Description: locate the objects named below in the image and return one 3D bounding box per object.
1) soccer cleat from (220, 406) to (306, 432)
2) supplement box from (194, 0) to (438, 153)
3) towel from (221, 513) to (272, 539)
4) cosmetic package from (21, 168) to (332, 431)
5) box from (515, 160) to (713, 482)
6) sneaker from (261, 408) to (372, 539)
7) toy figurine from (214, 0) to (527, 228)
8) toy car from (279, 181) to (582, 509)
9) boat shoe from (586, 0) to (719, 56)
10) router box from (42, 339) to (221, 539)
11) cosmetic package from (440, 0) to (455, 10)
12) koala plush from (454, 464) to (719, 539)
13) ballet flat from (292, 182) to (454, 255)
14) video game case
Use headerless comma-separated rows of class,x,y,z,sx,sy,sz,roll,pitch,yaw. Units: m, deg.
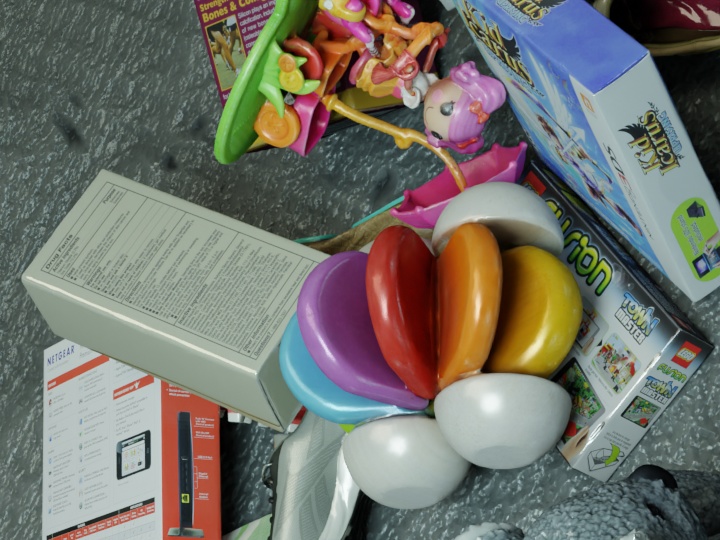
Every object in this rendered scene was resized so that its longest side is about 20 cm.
soccer cleat,-0.084,0.065,1.667,0.199,0.068,0.086,6,84,55
supplement box,-0.041,-0.199,1.674,0.130,0.103,0.202,-14,90,44
towel,-0.134,0.237,1.603,0.199,0.023,0.153,-29,12,35
cosmetic package,-0.113,0.018,1.553,0.199,0.073,0.104,21,63,30
box,0.130,0.029,1.470,0.110,0.035,0.200,-52,40,14
sneaker,-0.034,0.157,1.536,0.079,0.074,0.202,19,77,14
toy figurine,0.027,-0.112,1.507,0.150,0.183,0.201,-53,-11,-49
toy car,0.032,0.038,1.428,0.199,0.149,0.176,-27,53,41
boat shoe,0.166,-0.171,1.472,0.199,0.066,0.075,-1,113,36
router box,-0.168,0.125,1.680,0.200,0.048,0.181,-23,64,55
cosmetic package,0.130,-0.273,1.559,0.150,0.052,0.201,-28,22,40
koala plush,0.157,0.178,1.224,0.177,0.199,0.185,5,73,49
ballet flat,0.000,0.000,1.624,0.199,0.068,0.073,-19,75,37
video game case,0.137,-0.098,1.415,0.045,0.182,0.200,-36,40,-5
